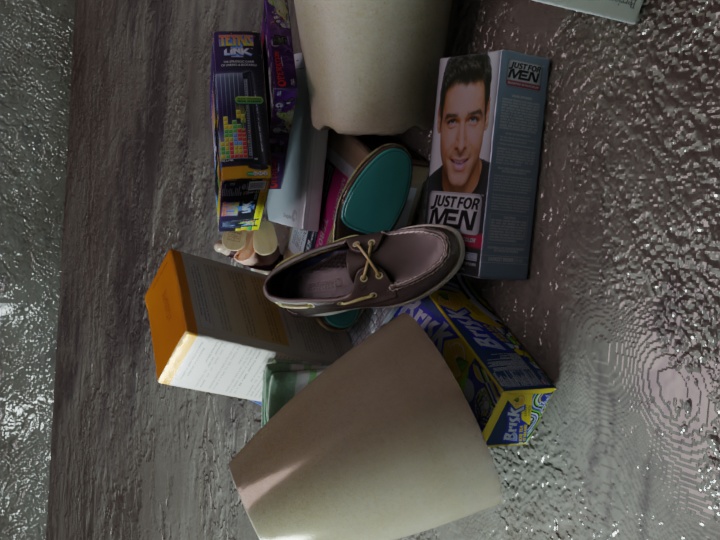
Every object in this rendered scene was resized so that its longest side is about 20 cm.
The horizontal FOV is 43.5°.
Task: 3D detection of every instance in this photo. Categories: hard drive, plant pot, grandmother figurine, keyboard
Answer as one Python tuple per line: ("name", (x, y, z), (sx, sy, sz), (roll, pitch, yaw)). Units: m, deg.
("hard drive", (-0.073, -0.154, 1.071), (0.132, 0.026, 0.202), (-161, 76, -63))
("plant pot", (0.014, -0.241, 0.934), (0.200, 0.199, 0.186), (29, 125, 58))
("grandmother figurine", (-0.137, -0.021, 1.209), (0.200, 0.120, 0.061), (70, -143, -77))
("keyboard", (-0.015, 0.079, 0.962), (0.201, 0.011, 0.057), (-56, 42, 33))
("plant pot", (-0.008, 0.165, 0.794), (0.188, 0.198, 0.188), (61, 170, 18))

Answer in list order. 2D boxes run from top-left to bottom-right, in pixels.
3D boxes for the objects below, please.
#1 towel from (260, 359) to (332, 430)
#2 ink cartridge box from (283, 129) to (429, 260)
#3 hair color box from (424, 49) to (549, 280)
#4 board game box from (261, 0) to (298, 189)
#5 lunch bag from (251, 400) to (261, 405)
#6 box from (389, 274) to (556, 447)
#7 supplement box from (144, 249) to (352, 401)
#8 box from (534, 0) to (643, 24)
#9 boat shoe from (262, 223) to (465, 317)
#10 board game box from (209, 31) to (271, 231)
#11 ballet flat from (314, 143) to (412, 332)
("towel", (-0.002, 0.165, 0.891), (0.023, 0.198, 0.154), (167, 104, -65))
("ink cartridge box", (-0.011, -0.062, 1.053), (0.165, 0.074, 0.202), (47, 127, 54))
("hair color box", (0.114, -0.097, 0.846), (0.099, 0.060, 0.202), (13, 99, 60))
("board game box", (-0.098, -0.192, 1.010), (0.200, 0.032, 0.121), (111, 158, -63))
("lunch bag", (-0.091, 0.101, 1.124), (0.199, 0.131, 0.138), (5, 92, 61))
("box", (0.097, 0.073, 0.860), (0.200, 0.064, 0.071), (57, 134, 47))
("supplement box", (-0.111, 0.065, 0.926), (0.074, 0.198, 0.127), (-56, 35, 27))
("box", (0.171, -0.309, 0.693), (0.109, 0.127, 0.202), (46, 127, 51))
("boat shoe", (0.000, 0.000, 0.844), (0.198, 0.059, 0.073), (-14, 75, 29))
("board game box", (-0.140, -0.150, 1.027), (0.200, 0.056, 0.167), (127, 137, -73))
("ballet flat", (-0.005, -0.036, 0.930), (0.071, 0.070, 0.202), (19, 90, 59))
